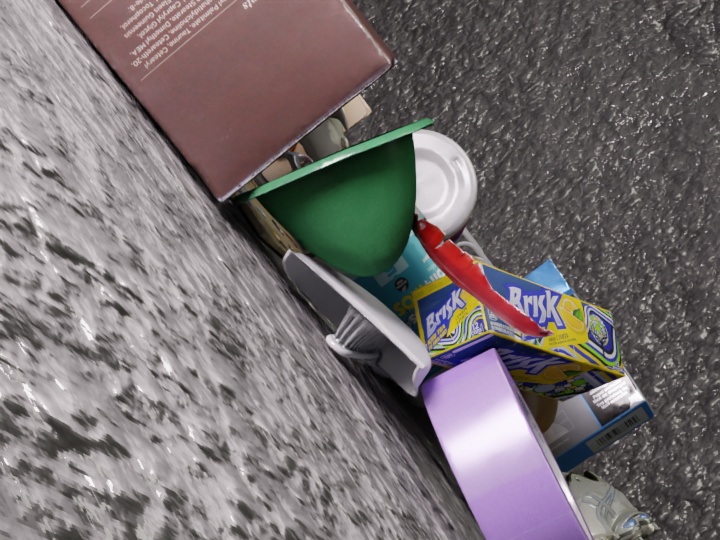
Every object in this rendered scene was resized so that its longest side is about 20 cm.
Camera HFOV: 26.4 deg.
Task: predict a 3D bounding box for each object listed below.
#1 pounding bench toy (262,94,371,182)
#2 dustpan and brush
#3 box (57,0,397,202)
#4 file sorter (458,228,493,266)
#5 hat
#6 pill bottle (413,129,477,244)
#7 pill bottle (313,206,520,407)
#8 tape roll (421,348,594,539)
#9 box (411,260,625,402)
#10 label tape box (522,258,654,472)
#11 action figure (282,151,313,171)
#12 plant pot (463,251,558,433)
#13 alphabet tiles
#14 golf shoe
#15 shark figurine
[{"bbox_3d":[-0.053,-0.146,1.587,0.200,0.124,0.156,53,5,-4],"label":"pounding bench toy"},{"bbox_3d":[0.008,0.057,1.202,0.140,0.057,0.200,42,7,18],"label":"dustpan and brush"},{"bbox_3d":[-0.096,-0.185,1.159,0.200,0.164,0.166,52,7,-5],"label":"box"},{"bbox_3d":[0.117,0.017,2.061,0.139,0.124,0.200,50,6,-27],"label":"file sorter"},{"bbox_3d":[0.013,-0.006,1.157,0.200,0.165,0.176,-169,-124,-82],"label":"hat"},{"bbox_3d":[0.052,-0.062,1.521,0.112,0.111,0.200,53,-8,7],"label":"pill bottle"},{"bbox_3d":[0.054,0.041,1.337,0.200,0.111,0.111,52,5,-4],"label":"pill bottle"},{"bbox_3d":[0.119,0.162,1.166,0.200,0.066,0.200,63,5,-10],"label":"tape roll"},{"bbox_3d":[0.133,0.053,1.265,0.200,0.070,0.064,18,54,-47],"label":"box"},{"bbox_3d":[0.179,0.097,1.538,0.200,0.143,0.066,59,8,24],"label":"label tape box"},{"bbox_3d":[-0.116,-0.156,1.346,0.200,0.149,0.134,90,-3,-67],"label":"action figure"},{"bbox_3d":[0.107,0.075,1.443,0.200,0.027,0.200,42,-32,35],"label":"plant pot"},{"bbox_3d":[-0.109,-0.083,1.295,0.200,0.006,0.166,55,5,29],"label":"alphabet tiles"},{"bbox_3d":[0.190,0.229,1.380,0.097,0.078,0.200,51,19,19],"label":"golf shoe"},{"bbox_3d":[-0.051,-0.119,1.441,0.128,0.089,0.215,94,-16,-85],"label":"shark figurine"}]
